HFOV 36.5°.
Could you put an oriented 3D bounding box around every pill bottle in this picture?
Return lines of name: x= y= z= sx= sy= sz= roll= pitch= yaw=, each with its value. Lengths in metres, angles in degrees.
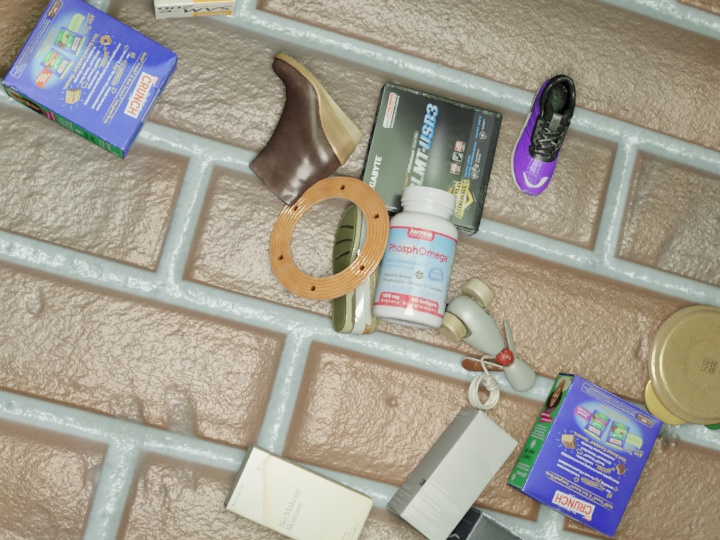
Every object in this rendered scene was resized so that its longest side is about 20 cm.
pill bottle: x=0.086 y=-0.019 z=1.631 sx=0.108 sy=0.109 sz=0.201 roll=12 pitch=82 yaw=-9

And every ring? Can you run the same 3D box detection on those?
ring: x=-0.046 y=-0.048 z=1.646 sx=0.200 sy=0.019 sz=0.201 roll=-11 pitch=64 yaw=22

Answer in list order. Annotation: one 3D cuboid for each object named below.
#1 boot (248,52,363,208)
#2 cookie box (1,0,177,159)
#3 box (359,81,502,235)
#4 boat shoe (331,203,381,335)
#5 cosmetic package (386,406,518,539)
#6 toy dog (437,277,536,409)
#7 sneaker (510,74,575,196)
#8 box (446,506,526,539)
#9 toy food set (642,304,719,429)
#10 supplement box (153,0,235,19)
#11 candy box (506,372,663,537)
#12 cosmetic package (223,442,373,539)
boot: x=-0.112 y=-0.218 z=1.674 sx=0.166 sy=0.072 sz=0.200 roll=-41 pitch=82 yaw=-1
cookie box: x=-0.399 y=-0.290 z=1.627 sx=0.199 sy=0.075 sz=0.172 roll=29 pitch=81 yaw=-6
box: x=0.108 y=-0.174 z=1.719 sx=0.198 sy=0.050 sz=0.201 roll=15 pitch=83 yaw=-9
boat shoe: x=0.000 y=0.000 z=1.680 sx=0.068 sy=0.075 sz=0.201 roll=8 pitch=83 yaw=-27
cosmetic package: x=0.139 y=0.310 z=1.657 sx=0.090 sy=0.107 sz=0.200 roll=37 pitch=79 yaw=-6
toy dog: x=0.186 y=0.107 z=1.702 sx=0.131 sy=0.096 sz=0.201 roll=-24 pitch=103 yaw=-18
sneaker: x=0.293 y=-0.220 z=1.726 sx=0.069 sy=0.100 sz=0.201 roll=16 pitch=83 yaw=-6
box: x=0.152 y=0.460 z=1.626 sx=0.104 sy=0.148 sz=0.200 roll=35 pitch=81 yaw=-5
toy food set: x=0.556 y=0.156 z=1.769 sx=0.197 sy=0.049 sz=0.201 roll=4 pitch=84 yaw=-10
supplement box: x=-0.262 y=-0.493 z=1.667 sx=0.125 sy=0.074 sz=0.201 roll=-7 pitch=87 yaw=-9
candy box: x=0.351 y=0.288 z=1.710 sx=0.169 sy=0.077 sz=0.201 roll=28 pitch=81 yaw=-8
cosmetic package: x=-0.093 y=0.346 z=1.632 sx=0.199 sy=0.073 sz=0.104 roll=24 pitch=82 yaw=-8
